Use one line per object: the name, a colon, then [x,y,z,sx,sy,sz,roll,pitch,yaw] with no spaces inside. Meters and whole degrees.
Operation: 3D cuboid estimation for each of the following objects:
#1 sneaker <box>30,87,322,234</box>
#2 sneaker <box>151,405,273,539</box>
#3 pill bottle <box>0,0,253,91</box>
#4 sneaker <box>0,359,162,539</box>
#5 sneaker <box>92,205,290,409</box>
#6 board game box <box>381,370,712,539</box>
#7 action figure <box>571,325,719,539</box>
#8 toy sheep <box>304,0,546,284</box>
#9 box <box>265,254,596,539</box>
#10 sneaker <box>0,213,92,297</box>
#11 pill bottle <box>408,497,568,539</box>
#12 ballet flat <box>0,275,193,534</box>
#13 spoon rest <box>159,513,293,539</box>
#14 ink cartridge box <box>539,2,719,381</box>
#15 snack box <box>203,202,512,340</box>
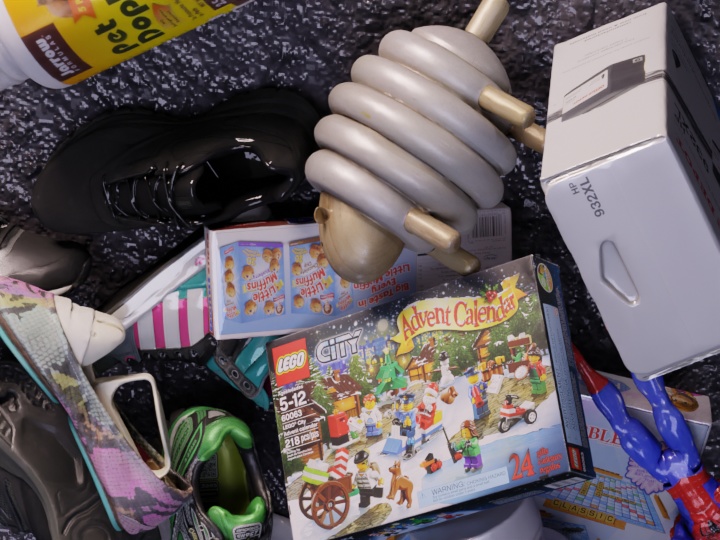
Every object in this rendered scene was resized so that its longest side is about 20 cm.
sneaker: [-0.123,-0.061,1.682,0.199,0.091,0.076,-15,116,16]
sneaker: [-0.093,0.190,1.740,0.078,0.085,0.202,-11,91,-23]
pill bottle: [-0.159,-0.182,1.612,0.199,0.109,0.110,-23,113,18]
sneaker: [-0.201,0.162,1.784,0.200,0.076,0.114,49,157,14]
sneaker: [-0.108,0.050,1.747,0.200,0.084,0.121,-36,99,21]
board game box: [0.109,0.154,1.725,0.198,0.041,0.201,14,116,-2]
action figure: [0.192,0.127,1.633,0.065,0.099,0.200,-30,112,17]
toy sheep: [0.040,-0.081,1.628,0.138,0.138,0.201,35,82,-12]
box: [0.040,0.085,1.629,0.199,0.038,0.138,-19,71,28]
sneaker: [-0.277,-0.024,1.732,0.198,0.076,0.088,1,112,6]
pill bottle: [0.102,0.233,1.679,0.110,0.111,0.201,-16,113,14]
ballet flat: [-0.170,0.075,1.694,0.071,0.069,0.201,-28,104,6]
spoon rest: [-0.108,0.188,1.838,0.199,0.061,0.100,14,118,15]
ink cartridge box: [0.177,-0.051,1.588,0.083,0.200,0.146,-21,113,17]
snack box: [0.000,0.000,1.691,0.198,0.024,0.072,-5,103,-13]
